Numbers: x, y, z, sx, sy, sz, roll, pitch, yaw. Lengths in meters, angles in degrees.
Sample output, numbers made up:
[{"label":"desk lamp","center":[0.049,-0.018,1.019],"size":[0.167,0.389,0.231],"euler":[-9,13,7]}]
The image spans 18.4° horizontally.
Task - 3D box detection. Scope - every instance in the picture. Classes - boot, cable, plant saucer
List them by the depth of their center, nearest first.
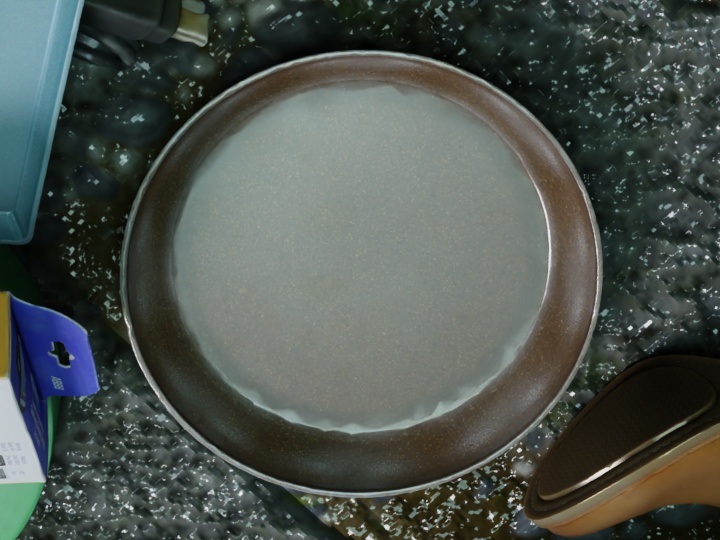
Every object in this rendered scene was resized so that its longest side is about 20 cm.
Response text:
[{"label":"plant saucer","center":[-0.141,-0.082,0.812],"size":[0.070,0.019,0.200],"euler":[2,140,-18]},{"label":"cable","center":[-0.133,-0.125,0.829],"size":[0.199,0.097,0.051],"euler":[19,70,-28]},{"label":"plant saucer","center":[0.000,0.000,0.928],"size":[0.199,0.032,0.201],"euler":[-1,113,-3]},{"label":"boot","center":[0.186,0.096,0.962],"size":[0.200,0.077,0.155],"euler":[-34,114,4]}]

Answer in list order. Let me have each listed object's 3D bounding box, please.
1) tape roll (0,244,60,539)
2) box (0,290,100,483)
[{"label":"tape roll","center":[-0.227,0.053,0.932],"size":[0.200,0.048,0.201],"euler":[-1,113,-2]},{"label":"box","center":[-0.202,0.050,0.848],"size":[0.199,0.042,0.119],"euler":[-1,157,-1]}]
